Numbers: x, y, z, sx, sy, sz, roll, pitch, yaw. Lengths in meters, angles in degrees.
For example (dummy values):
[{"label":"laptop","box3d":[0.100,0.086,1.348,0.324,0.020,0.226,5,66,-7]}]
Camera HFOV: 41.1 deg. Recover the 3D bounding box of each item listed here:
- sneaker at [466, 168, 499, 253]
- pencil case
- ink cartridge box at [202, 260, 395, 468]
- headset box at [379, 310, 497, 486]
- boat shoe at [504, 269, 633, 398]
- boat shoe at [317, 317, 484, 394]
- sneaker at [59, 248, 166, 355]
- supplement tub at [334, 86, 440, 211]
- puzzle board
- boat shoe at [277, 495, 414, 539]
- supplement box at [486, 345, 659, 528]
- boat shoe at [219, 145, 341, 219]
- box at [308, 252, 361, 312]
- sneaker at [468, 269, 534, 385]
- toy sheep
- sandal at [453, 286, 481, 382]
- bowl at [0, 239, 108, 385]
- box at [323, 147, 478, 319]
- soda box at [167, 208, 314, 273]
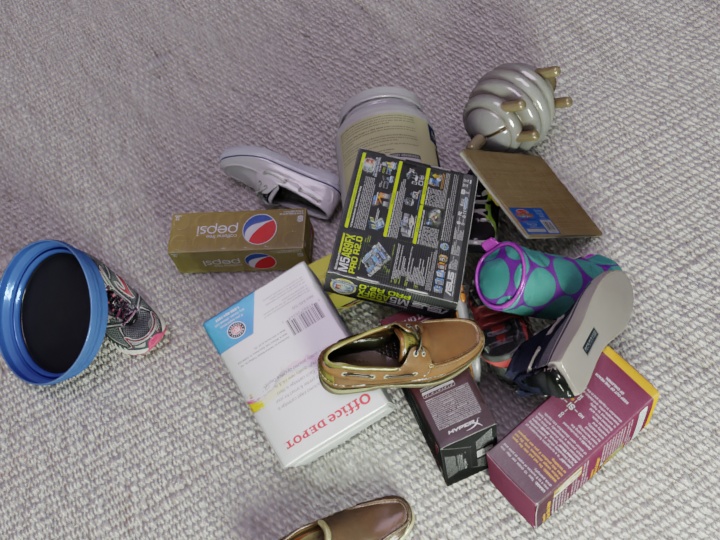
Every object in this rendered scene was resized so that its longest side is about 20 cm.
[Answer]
[{"label":"sneaker","box3d":[0.154,-0.096,1.298,0.071,0.083,0.200,4,32,10]},{"label":"pencil case","box3d":[0.238,0.014,1.199,0.085,0.199,0.093,-31,60,45]},{"label":"ink cartridge box","box3d":[-0.070,0.121,1.187,0.146,0.146,0.200,-31,78,-1]},{"label":"headset box","box3d":[0.094,0.143,1.182,0.077,0.149,0.200,-24,61,-5]},{"label":"boat shoe","box3d":[0.246,0.073,1.141,0.093,0.075,0.200,-12,26,48]},{"label":"boat shoe","box3d":[0.051,0.093,1.079,0.199,0.068,0.072,-16,65,-11]},{"label":"sneaker","box3d":[-0.356,0.046,1.355,0.200,0.075,0.081,35,72,24]},{"label":"supplement tub","box3d":[0.040,-0.142,1.349,0.144,0.145,0.201,-10,61,4]},{"label":"puzzle board","box3d":[0.229,-0.099,1.285,0.017,0.200,0.151,-49,62,32]},{"label":"boat shoe","box3d":[-0.030,0.325,1.145,0.202,0.075,0.075,-26,60,-5]},{"label":"supplement box","box3d":[0.251,0.199,1.145,0.200,0.110,0.086,-39,62,-12]},{"label":"boat shoe","box3d":[-0.124,-0.128,1.409,0.199,0.074,0.067,14,62,16]},{"label":"box","box3d":[0.000,0.000,1.283,0.200,0.050,0.076,-25,77,22]},{"label":"sneaker","box3d":[0.188,0.071,1.252,0.071,0.098,0.201,-20,35,15]},{"label":"toy sheep","box3d":[0.215,-0.229,1.374,0.138,0.138,0.200,35,56,24]},{"label":"sandal","box3d":[0.111,0.053,1.268,0.059,0.079,0.207,-12,62,0]},{"label":"bowl","box3d":[-0.428,0.058,1.329,0.200,0.039,0.201,-3,84,31]},{"label":"box","box3d":[0.053,-0.048,1.180,0.160,0.044,0.201,13,55,0]},{"label":"soda box","box3d":[-0.170,-0.041,1.376,0.199,0.064,0.068,-2,61,9]}]
